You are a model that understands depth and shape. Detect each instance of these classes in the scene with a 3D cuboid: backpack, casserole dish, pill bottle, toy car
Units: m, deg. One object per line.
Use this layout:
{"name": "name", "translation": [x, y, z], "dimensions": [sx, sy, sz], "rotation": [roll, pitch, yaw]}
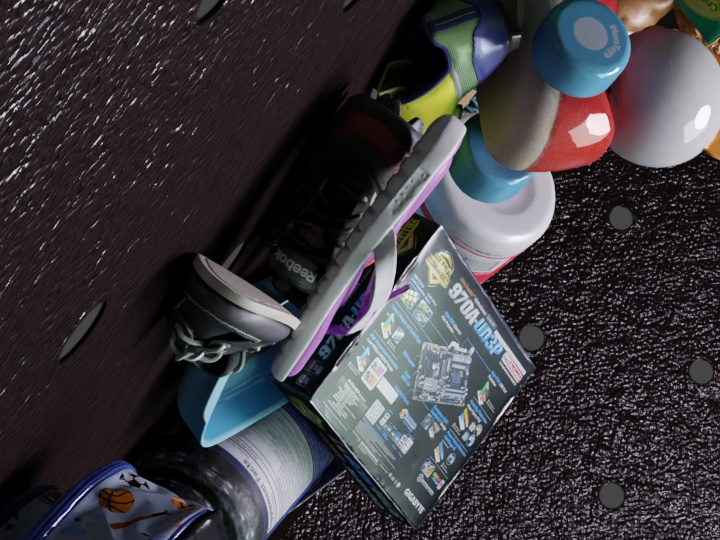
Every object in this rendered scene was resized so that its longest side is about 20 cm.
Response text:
{"name": "backpack", "translation": [-0.159, 0.207, 1.342], "dimensions": [0.200, 0.153, 0.191], "rotation": [-52, 167, -52]}
{"name": "casserole dish", "translation": [-0.067, 0.051, 1.612], "dimensions": [0.200, 0.039, 0.122], "rotation": [-29, 147, -60]}
{"name": "pill bottle", "translation": [0.053, -0.030, 1.777], "dimensions": [0.112, 0.112, 0.200], "rotation": [-48, -174, -40]}
{"name": "pill bottle", "translation": [-0.102, 0.151, 1.684], "dimensions": [0.200, 0.112, 0.112], "rotation": [-47, 171, -46]}
{"name": "toy car", "translation": [0.182, -0.140, 1.583], "dimensions": [0.184, 0.198, 0.178], "rotation": [128, -33, -56]}

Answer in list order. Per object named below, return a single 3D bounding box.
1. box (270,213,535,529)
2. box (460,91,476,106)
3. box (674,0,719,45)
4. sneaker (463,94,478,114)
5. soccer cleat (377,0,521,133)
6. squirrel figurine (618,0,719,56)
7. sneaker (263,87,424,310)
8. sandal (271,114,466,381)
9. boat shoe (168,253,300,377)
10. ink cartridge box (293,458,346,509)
{"name": "box", "translation": [0.035, 0.075, 1.674], "dimensions": [0.159, 0.046, 0.200], "rotation": [-53, 140, -14]}
{"name": "box", "translation": [0.107, -0.188, 1.793], "dimensions": [0.200, 0.021, 0.164], "rotation": [-51, 174, -24]}
{"name": "box", "translation": [0.211, -0.226, 1.521], "dimensions": [0.048, 0.200, 0.117], "rotation": [-40, 178, 22]}
{"name": "sneaker", "translation": [0.095, -0.109, 1.909], "dimensions": [0.200, 0.077, 0.086], "rotation": [-52, 170, -18]}
{"name": "soccer cleat", "translation": [0.036, -0.120, 1.546], "dimensions": [0.083, 0.065, 0.200], "rotation": [-14, 157, -30]}
{"name": "squirrel figurine", "translation": [0.229, -0.221, 1.687], "dimensions": [0.142, 0.199, 0.188], "rotation": [-58, 170, -77]}
{"name": "sneaker", "translation": [-0.014, -0.038, 1.485], "dimensions": [0.098, 0.071, 0.201], "rotation": [-50, 173, -30]}
{"name": "sandal", "translation": [0.011, -0.003, 1.409], "dimensions": [0.203, 0.050, 0.082], "rotation": [-55, -179, 20]}
{"name": "boat shoe", "translation": [-0.082, 0.036, 1.388], "dimensions": [0.063, 0.072, 0.200], "rotation": [-56, 179, -4]}
{"name": "ink cartridge box", "translation": [-0.021, 0.105, 1.852], "dimensions": [0.196, 0.043, 0.200], "rotation": [-37, -166, -4]}
